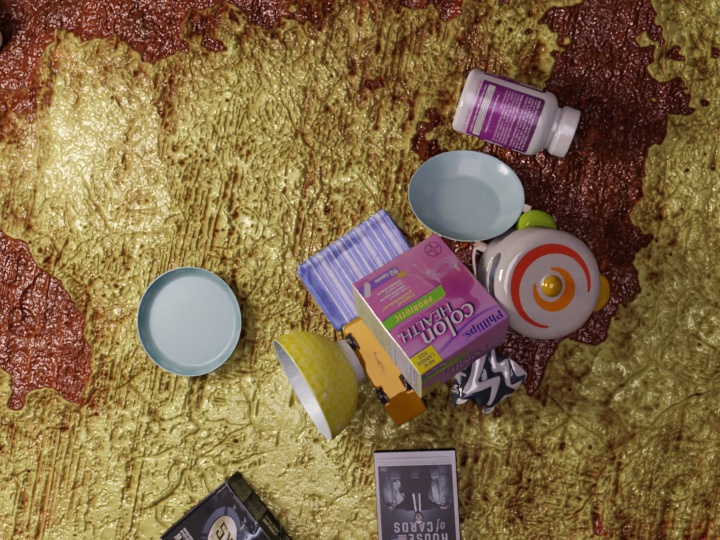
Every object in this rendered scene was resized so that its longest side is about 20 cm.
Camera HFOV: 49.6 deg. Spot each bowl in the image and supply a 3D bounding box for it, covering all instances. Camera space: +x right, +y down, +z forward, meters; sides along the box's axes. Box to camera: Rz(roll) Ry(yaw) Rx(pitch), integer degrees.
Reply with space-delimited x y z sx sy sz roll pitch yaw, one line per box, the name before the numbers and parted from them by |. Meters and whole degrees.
bowl | -0.058 0.179 1.345 0.107 0.200 0.201 -30 87 -15

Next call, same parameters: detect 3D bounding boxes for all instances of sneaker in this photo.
sneaker | 0.177 0.168 1.360 0.199 0.079 0.130 40 86 -5

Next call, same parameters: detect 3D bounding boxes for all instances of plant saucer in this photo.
plant saucer | -0.315 0.094 1.443 0.199 0.027 0.202 0 90 6
plant saucer | 0.182 -0.122 1.351 0.199 0.039 0.202 0 57 1

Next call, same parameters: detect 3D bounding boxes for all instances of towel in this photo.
towel | 0.000 0.000 1.409 0.199 0.024 0.145 -34 87 5

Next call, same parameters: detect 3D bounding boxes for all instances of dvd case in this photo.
dvd case | 0.102 0.422 1.397 0.149 0.025 0.202 -4 89 7

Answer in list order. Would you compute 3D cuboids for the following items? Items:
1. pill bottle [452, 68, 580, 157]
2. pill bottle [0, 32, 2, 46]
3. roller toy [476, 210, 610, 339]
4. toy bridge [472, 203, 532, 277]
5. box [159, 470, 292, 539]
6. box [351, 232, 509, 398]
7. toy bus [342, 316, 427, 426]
pill bottle | 0.267 -0.263 1.334 0.199 0.112 0.113 20 92 7
pill bottle | -0.778 -0.480 1.449 0.120 0.120 0.200 -42 85 5
roller toy | 0.298 0.021 1.298 0.182 0.140 0.200 -40 101 -3
toy bridge | 0.234 -0.033 1.380 0.067 0.027 0.201 24 93 8
box | -0.230 0.498 1.403 0.164 0.086 0.200 -40 86 4
box | 0.112 0.071 1.285 0.175 0.097 0.200 -31 62 -13
toy bus | 0.044 0.171 1.376 0.065 0.078 0.201 -30 87 6
